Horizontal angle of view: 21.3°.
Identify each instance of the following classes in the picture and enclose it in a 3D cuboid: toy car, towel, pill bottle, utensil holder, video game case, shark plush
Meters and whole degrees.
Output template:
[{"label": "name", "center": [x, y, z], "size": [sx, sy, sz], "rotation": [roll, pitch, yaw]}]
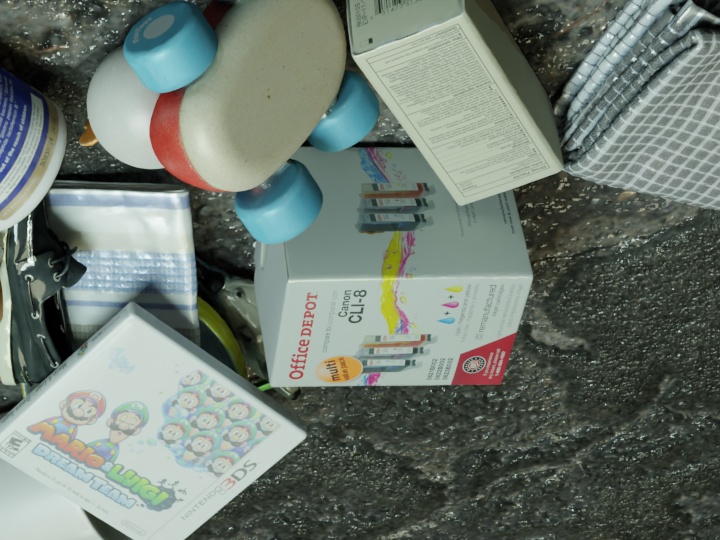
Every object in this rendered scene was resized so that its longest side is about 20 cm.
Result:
[{"label": "toy car", "center": [-0.125, -0.136, 1.398], "size": [0.199, 0.177, 0.185], "rotation": [3, 140, 41]}, {"label": "towel", "center": [0.261, -0.134, 1.473], "size": [0.165, 0.086, 0.200], "rotation": [12, 140, -24]}, {"label": "pill bottle", "center": [-0.320, -0.118, 1.390], "size": [0.115, 0.116, 0.200], "rotation": [-29, 138, 28]}, {"label": "utensil holder", "center": [-0.326, 0.217, 1.794], "size": [0.199, 0.171, 0.170], "rotation": [-18, 142, 15]}, {"label": "video game case", "center": [-0.176, 0.136, 1.581], "size": [0.182, 0.024, 0.200], "rotation": [-41, 122, 20]}, {"label": "towel", "center": [-0.203, 0.020, 1.574], "size": [0.146, 0.024, 0.201], "rotation": [1, 113, 9]}, {"label": "shark plush", "center": [-0.111, 0.047, 1.685], "size": [0.083, 0.091, 0.200], "rotation": [5, 161, 41]}]

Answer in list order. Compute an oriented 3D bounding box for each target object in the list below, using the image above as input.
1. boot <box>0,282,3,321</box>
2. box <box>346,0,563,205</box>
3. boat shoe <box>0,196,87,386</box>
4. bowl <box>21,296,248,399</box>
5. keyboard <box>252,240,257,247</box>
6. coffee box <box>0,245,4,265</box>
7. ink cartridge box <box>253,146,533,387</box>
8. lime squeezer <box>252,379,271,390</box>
[{"label": "boot", "center": [-0.350, -0.025, 1.558], "size": [0.199, 0.077, 0.156], "rotation": [13, 138, -10]}, {"label": "box", "center": [0.073, -0.143, 1.440], "size": [0.095, 0.078, 0.200], "rotation": [-18, 142, 17]}, {"label": "boat shoe", "center": [-0.251, 0.006, 1.523], "size": [0.066, 0.075, 0.200], "rotation": [8, 115, 3]}, {"label": "bowl", "center": [-0.183, 0.084, 1.666], "size": [0.199, 0.108, 0.201], "rotation": [4, 113, 10]}, {"label": "keyboard", "center": [0.000, 0.000, 1.679], "size": [0.199, 0.011, 0.056], "rotation": [24, 134, -34]}, {"label": "coffee box", "center": [-0.354, 0.056, 1.492], "size": [0.080, 0.113, 0.200], "rotation": [32, 139, 4]}, {"label": "ink cartridge box", "center": [0.020, -0.003, 1.556], "size": [0.199, 0.145, 0.146], "rotation": [0, 140, -10]}, {"label": "lime squeezer", "center": [-0.168, 0.119, 1.793], "size": [0.199, 0.038, 0.071], "rotation": [5, 142, -13]}]
